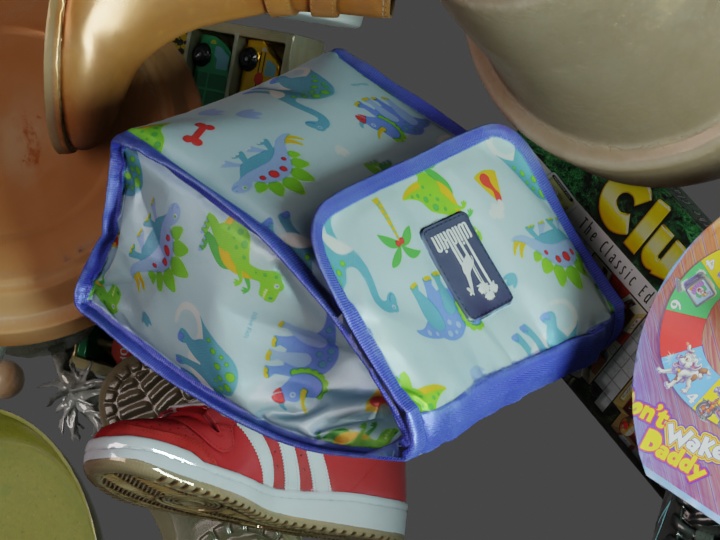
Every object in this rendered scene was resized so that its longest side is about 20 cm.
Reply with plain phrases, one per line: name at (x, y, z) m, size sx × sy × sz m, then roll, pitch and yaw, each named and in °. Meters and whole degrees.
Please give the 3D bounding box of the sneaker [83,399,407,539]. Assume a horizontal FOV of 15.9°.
sneaker at (-0.049, 0.064, 1.237) m, size 0.071 × 0.199 × 0.113 m, roll -2°, pitch 76°, yaw 42°

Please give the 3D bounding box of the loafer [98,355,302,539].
loafer at (-0.067, 0.131, 1.321) m, size 0.076 × 0.067 × 0.201 m, roll -22°, pitch 90°, yaw 9°

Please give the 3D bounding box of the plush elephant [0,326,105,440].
plush elephant at (-0.173, -0.017, 1.323) m, size 0.200 × 0.164 × 0.155 m, roll 53°, pitch 155°, yaw 10°

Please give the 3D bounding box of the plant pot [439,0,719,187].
plant pot at (0.108, -0.149, 1.131) m, size 0.199 × 0.174 × 0.202 m, roll -6°, pitch 78°, yaw 30°

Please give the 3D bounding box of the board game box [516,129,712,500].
board game box at (0.127, 0.011, 1.212) m, size 0.105 × 0.023 × 0.200 m, roll -52°, pitch 58°, yaw 20°

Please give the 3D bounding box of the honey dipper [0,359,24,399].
honey dipper at (-0.275, 0.067, 1.517) m, size 0.199 × 0.038 × 0.038 m, roll -7°, pitch 81°, yaw 36°

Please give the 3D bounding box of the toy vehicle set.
toy vehicle set at (-0.090, -0.034, 1.384) m, size 0.124 × 0.026 × 0.201 m, roll 12°, pitch 93°, yaw 39°

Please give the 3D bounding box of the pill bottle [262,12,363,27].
pill bottle at (-0.023, -0.228, 1.295) m, size 0.112 × 0.112 × 0.201 m, roll 12°, pitch 93°, yaw 38°

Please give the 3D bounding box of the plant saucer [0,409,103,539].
plant saucer at (-0.208, 0.178, 1.455) m, size 0.199 × 0.031 × 0.202 m, roll -4°, pitch 84°, yaw 38°

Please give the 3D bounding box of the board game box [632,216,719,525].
board game box at (0.209, 0.049, 1.075) m, size 0.199 × 0.039 × 0.158 m, roll 34°, pitch 85°, yaw 19°

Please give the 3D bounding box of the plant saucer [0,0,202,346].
plant saucer at (-0.173, -0.061, 1.254) m, size 0.199 × 0.032 × 0.202 m, roll 1°, pitch 66°, yaw -1°

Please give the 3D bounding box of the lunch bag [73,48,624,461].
lunch bag at (0.000, 0.000, 1.175) m, size 0.200 × 0.170 × 0.128 m, roll 36°, pitch 128°, yaw 24°

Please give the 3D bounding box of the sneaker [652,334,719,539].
sneaker at (0.162, 0.123, 1.122) m, size 0.075 × 0.079 × 0.201 m, roll 7°, pitch 97°, yaw 26°

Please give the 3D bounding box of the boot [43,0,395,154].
boot at (-0.059, -0.136, 1.214) m, size 0.154 × 0.077 × 0.201 m, roll 16°, pitch 83°, yaw 4°
